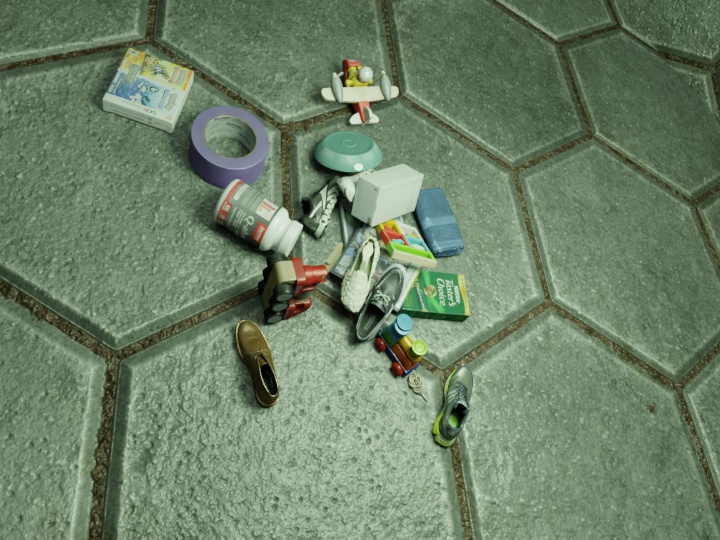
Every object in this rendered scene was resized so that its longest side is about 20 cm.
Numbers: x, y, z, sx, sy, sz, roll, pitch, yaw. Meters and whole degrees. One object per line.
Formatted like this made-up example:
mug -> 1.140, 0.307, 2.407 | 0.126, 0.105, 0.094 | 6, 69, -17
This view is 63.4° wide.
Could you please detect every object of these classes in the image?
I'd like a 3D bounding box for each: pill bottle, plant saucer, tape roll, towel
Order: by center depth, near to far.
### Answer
pill bottle -> -0.245, -0.121, 1.412 | 0.197, 0.116, 0.117 | 31, 56, -2
tape roll -> -0.340, -0.318, 1.504 | 0.195, 0.085, 0.204 | 9, 60, -16
plant saucer -> -0.033, -0.338, 1.615 | 0.194, 0.037, 0.202 | 3, 39, -3
towel -> 0.214, -0.135, 1.642 | 0.109, 0.049, 0.204 | -6, 66, -24

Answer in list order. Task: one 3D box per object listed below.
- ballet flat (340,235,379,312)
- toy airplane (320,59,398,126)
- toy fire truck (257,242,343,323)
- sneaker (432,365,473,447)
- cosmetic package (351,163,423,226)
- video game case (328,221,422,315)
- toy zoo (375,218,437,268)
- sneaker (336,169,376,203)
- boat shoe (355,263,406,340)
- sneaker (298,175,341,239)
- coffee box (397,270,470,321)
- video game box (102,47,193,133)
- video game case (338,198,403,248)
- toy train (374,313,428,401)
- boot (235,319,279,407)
ballet flat -> 0.000, 0.000, 1.413 | 0.070, 0.072, 0.204 | 22, 59, -8
toy airplane -> 0.000, -0.532, 1.722 | 0.197, 0.142, 0.202 | 32, 55, -2
toy fire truck -> -0.127, 0.021, 1.344 | 0.195, 0.177, 0.131 | -6, 63, -24
sneaker -> 0.234, 0.314, 1.380 | 0.073, 0.081, 0.203 | 26, 56, -6
cosmetic package -> 0.073, -0.201, 1.533 | 0.080, 0.115, 0.198 | 32, 33, 29
video game case -> 0.046, -0.010, 1.480 | 0.197, 0.026, 0.182 | 30, 60, 5
toy zoo -> 0.109, -0.082, 1.511 | 0.128, 0.021, 0.201 | 13, 30, -26
sneaker -> 0.003, -0.235, 1.545 | 0.075, 0.087, 0.199 | 55, 27, 4
boat shoe -> 0.047, 0.076, 1.385 | 0.071, 0.068, 0.202 | 33, 92, 6
sneaker -> -0.107, -0.184, 1.531 | 0.089, 0.067, 0.203 | 25, 59, -9
coffee box -> 0.186, 0.063, 1.522 | 0.195, 0.044, 0.126 | 8, 60, -17
video game box -> -0.553, -0.474, 1.532 | 0.178, 0.047, 0.204 | 18, 58, -15
video game case -> 0.038, -0.098, 1.567 | 0.177, 0.023, 0.204 | 3, 62, -20
toy train -> 0.126, 0.204, 1.377 | 0.084, 0.116, 0.202 | -28, 74, -31
boot -> -0.219, 0.191, 1.275 | 0.072, 0.076, 0.203 | -14, 67, -25
